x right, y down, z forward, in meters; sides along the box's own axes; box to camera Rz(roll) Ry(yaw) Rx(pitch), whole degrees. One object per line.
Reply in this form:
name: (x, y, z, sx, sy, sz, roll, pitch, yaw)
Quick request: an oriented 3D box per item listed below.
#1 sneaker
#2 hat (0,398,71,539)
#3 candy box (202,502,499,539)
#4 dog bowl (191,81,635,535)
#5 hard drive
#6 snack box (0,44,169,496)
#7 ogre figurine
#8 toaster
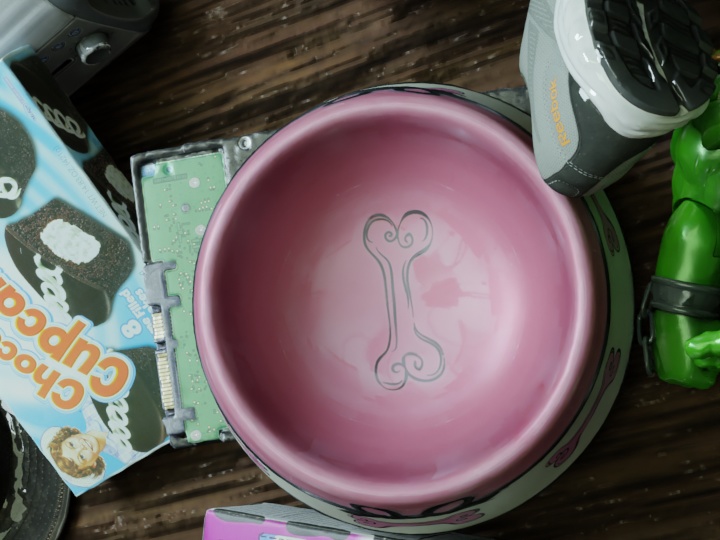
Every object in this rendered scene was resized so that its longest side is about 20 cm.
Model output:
sneaker: (0.097, -0.113, 0.672, 0.073, 0.201, 0.079, 24, 133, -13)
hat: (-0.257, 0.108, 0.872, 0.199, 0.081, 0.203, -1, 88, 26)
candy box: (0.020, 0.188, 0.743, 0.198, 0.061, 0.138, 5, 89, 27)
dog bowl: (0.018, 0.014, 0.687, 0.198, 0.074, 0.202, -1, 86, 9)
hard drive: (0.000, 0.000, 0.745, 0.198, 0.038, 0.141, -10, 84, 7)
snack box: (-0.153, 0.004, 0.805, 0.116, 0.037, 0.201, -31, 102, 22)
ogre figurine: (0.178, -0.033, 0.648, 0.097, 0.200, 0.121, 0, 68, -9)
toaster: (-0.207, -0.164, 0.845, 0.129, 0.113, 0.201, -41, 73, 21)
